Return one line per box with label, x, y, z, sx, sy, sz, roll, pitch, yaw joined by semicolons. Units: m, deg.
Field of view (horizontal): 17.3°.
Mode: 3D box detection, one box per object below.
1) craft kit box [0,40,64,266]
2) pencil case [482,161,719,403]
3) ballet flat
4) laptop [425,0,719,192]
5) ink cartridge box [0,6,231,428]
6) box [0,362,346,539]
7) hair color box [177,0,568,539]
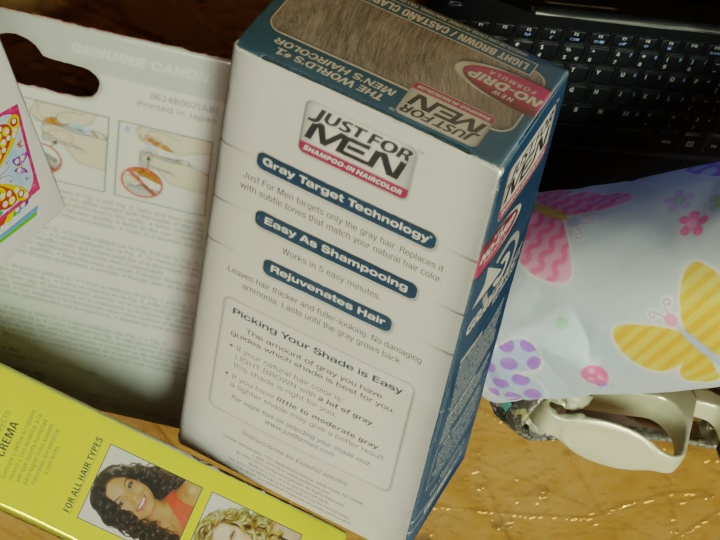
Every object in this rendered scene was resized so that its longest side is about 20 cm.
craft kit box;-0.189;-0.113;0.699;0.049;0.200;0.198;-45;146;-20
pencil case;0.129;-0.002;0.875;0.199;0.091;0.083;-8;123;25
ballet flat;0.146;0.061;1.034;0.199;0.072;0.072;7;137;-17
laptop;0.111;-0.049;0.874;0.176;0.104;0.200;5;138;-14
ink cartridge box;-0.123;-0.033;0.871;0.159;0.047;0.200;13;137;3
box;-0.108;0.076;0.892;0.199;0.050;0.075;27;170;-16
hair color box;0.000;0.000;0.828;0.100;0.061;0.200;25;137;13
